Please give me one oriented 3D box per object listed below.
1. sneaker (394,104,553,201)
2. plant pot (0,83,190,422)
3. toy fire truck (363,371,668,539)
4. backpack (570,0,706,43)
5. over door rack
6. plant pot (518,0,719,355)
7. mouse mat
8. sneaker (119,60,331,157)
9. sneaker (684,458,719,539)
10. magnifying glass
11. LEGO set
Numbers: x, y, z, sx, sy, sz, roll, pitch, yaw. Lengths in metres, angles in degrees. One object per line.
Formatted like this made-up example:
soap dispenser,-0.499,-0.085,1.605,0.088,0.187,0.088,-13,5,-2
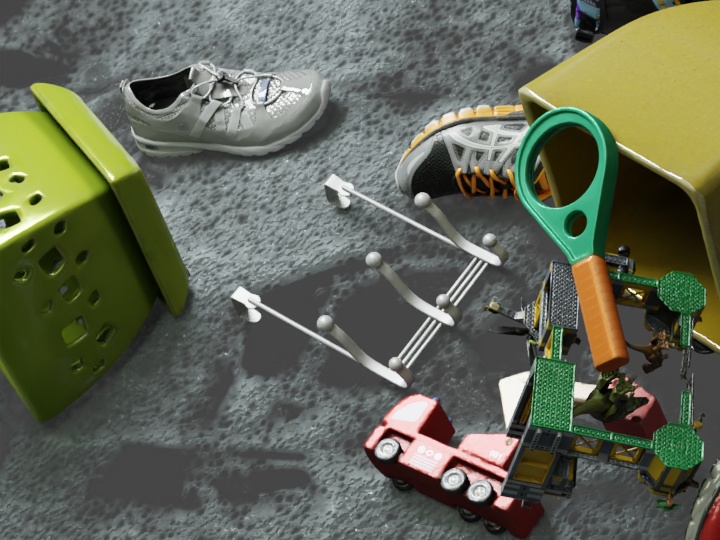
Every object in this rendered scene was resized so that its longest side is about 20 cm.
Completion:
sneaker,0.124,-0.091,1.845,0.200,0.078,0.077,-16,57,15
plant pot,-0.267,-0.027,1.903,0.181,0.200,0.199,-32,45,-12
toy fire truck,0.115,0.124,1.683,0.200,0.049,0.141,22,65,37
backpack,0.245,-0.283,1.859,0.182,0.200,0.135,16,61,36
over door rack,0.000,0.000,1.833,0.200,0.067,0.148,23,64,38
plant pot,0.273,-0.089,1.690,0.200,0.196,0.194,-39,46,-17
mouse mat,0.304,-0.033,1.754,0.161,0.008,0.200,-24,45,6
sneaker,-0.125,-0.150,2.008,0.200,0.082,0.075,-9,49,19
sneaker,0.305,0.147,1.558,0.200,0.077,0.085,-44,56,-11
magnifying glass,0.156,-0.024,1.574,0.080,0.022,0.200,-27,58,31
LEGO set,0.171,0.092,1.601,0.154,0.116,0.200,4,54,-8
